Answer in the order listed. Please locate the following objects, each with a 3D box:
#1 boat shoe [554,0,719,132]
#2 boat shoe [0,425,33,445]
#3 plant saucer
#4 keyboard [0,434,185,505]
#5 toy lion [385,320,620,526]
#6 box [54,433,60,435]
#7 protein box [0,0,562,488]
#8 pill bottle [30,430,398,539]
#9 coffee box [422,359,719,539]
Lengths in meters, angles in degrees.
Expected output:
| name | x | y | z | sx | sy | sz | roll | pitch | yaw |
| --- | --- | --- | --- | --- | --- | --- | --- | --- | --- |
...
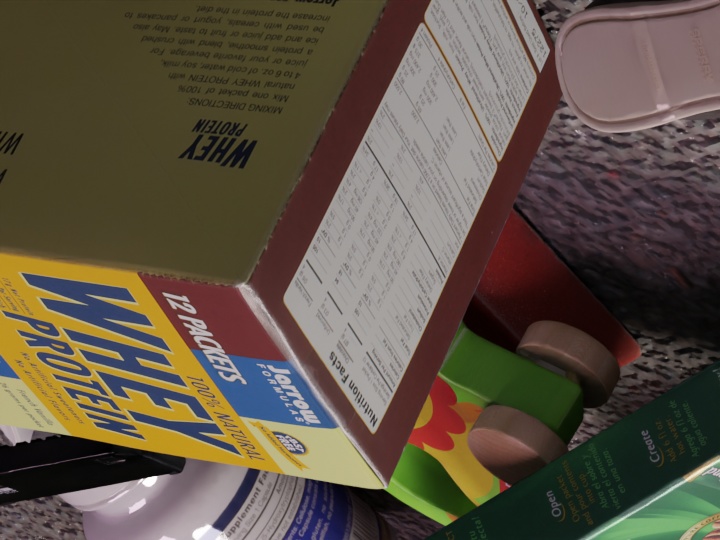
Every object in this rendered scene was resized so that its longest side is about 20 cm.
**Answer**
| name | x | y | z | sx | sy | sz | roll | pitch | yaw |
| --- | --- | --- | --- | --- | --- | --- | --- | --- | --- |
| boat shoe | 0.149 | -0.079 | 0.885 | 0.200 | 0.057 | 0.067 | 6 | 115 | 53 |
| boat shoe | -0.193 | 0.046 | 1.427 | 0.064 | 0.071 | 0.200 | 48 | 176 | 33 |
| plant saucer | 0.000 | 0.000 | 1.203 | 0.199 | 0.037 | 0.200 | -5 | 141 | 45 |
| keyboard | -0.193 | 0.090 | 1.244 | 0.199 | 0.040 | 0.104 | -12 | 164 | 16 |
| toy lion | 0.021 | 0.056 | 1.188 | 0.191 | 0.069 | 0.200 | 24 | 154 | 19 |
| box | -0.197 | 0.007 | 1.294 | 0.200 | 0.117 | 0.060 | 13 | 151 | 24 |
| protein box | -0.058 | -0.046 | 0.989 | 0.198 | 0.200 | 0.135 | 7 | 148 | 31 |
| pill bottle | -0.083 | 0.133 | 1.415 | 0.120 | 0.120 | 0.200 | -10 | 136 | 48 |
| coffee box | 0.135 | 0.102 | 1.108 | 0.200 | 0.044 | 0.123 | -33 | 148 | 16 |
